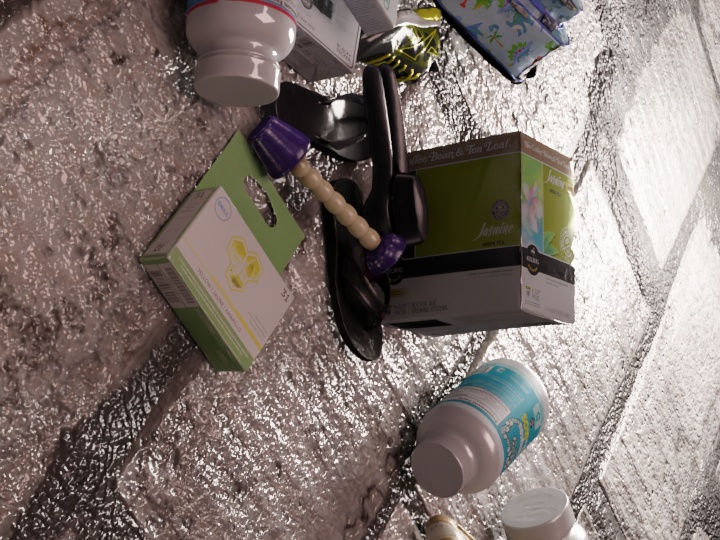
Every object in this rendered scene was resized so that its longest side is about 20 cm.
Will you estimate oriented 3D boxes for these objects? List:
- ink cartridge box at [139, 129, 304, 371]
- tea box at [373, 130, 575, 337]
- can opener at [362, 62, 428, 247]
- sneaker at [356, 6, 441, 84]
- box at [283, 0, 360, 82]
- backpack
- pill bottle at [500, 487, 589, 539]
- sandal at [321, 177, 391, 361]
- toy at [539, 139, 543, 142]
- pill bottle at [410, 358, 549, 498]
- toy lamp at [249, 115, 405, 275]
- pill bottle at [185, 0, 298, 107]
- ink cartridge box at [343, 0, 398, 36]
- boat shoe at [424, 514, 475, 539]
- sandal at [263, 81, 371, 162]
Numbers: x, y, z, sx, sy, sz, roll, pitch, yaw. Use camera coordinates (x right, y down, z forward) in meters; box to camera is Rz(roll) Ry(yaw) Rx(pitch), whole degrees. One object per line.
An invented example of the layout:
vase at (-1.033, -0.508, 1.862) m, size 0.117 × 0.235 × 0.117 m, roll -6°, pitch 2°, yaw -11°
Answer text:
ink cartridge box at (-0.115, -0.023, 1.195) m, size 0.146 × 0.047 × 0.201 m, roll 58°, pitch 45°, yaw -29°
tea box at (0.129, -0.035, 1.402) m, size 0.133 × 0.198 × 0.200 m, roll 14°, pitch 74°, yaw -52°
can opener at (0.034, -0.125, 1.349) m, size 0.063 × 0.078 × 0.204 m, roll -8°, pitch 90°, yaw -64°
sneaker at (0.045, -0.256, 1.427) m, size 0.199 × 0.074 × 0.086 m, roll -25°, pitch 105°, yaw -53°
box at (-0.047, -0.320, 1.323) m, size 0.116 × 0.059 × 0.203 m, roll 31°, pitch 60°, yaw -48°
backpack at (0.173, -0.367, 1.542) m, size 0.199 × 0.146 × 0.185 m, roll 31°, pitch 33°, yaw -37°
pill bottle at (0.250, 0.388, 1.578) m, size 0.109 × 0.108 × 0.203 m, roll -41°, pitch 117°, yaw -49°
sandal at (-0.001, 0.000, 1.345) m, size 0.075 × 0.047 × 0.204 m, roll -14°, pitch 95°, yaw -54°
toy at (0.240, -0.073, 1.692) m, size 0.116 × 0.047 × 0.201 m, roll 55°, pitch 41°, yaw -29°
pill bottle at (0.137, 0.190, 1.453) m, size 0.199 × 0.110 × 0.112 m, roll -32°, pitch 110°, yaw -51°
toy lamp at (-0.035, -0.080, 1.278) m, size 0.200 × 0.058 × 0.059 m, roll 43°, pitch 50°, yaw -21°
pill bottle at (-0.112, -0.267, 1.184) m, size 0.108 × 0.108 × 0.203 m, roll 19°, pitch 70°, yaw -51°
ink cartridge box at (-0.013, -0.379, 1.260) m, size 0.200 × 0.043 × 0.199 m, roll 51°, pitch 37°, yaw -42°
boat shoe at (0.134, 0.362, 1.454) m, size 0.201 × 0.073 × 0.070 m, roll 59°, pitch 13°, yaw -32°
sandal at (-0.026, -0.160, 1.340) m, size 0.199 × 0.042 × 0.077 m, roll -2°, pitch 86°, yaw -54°
